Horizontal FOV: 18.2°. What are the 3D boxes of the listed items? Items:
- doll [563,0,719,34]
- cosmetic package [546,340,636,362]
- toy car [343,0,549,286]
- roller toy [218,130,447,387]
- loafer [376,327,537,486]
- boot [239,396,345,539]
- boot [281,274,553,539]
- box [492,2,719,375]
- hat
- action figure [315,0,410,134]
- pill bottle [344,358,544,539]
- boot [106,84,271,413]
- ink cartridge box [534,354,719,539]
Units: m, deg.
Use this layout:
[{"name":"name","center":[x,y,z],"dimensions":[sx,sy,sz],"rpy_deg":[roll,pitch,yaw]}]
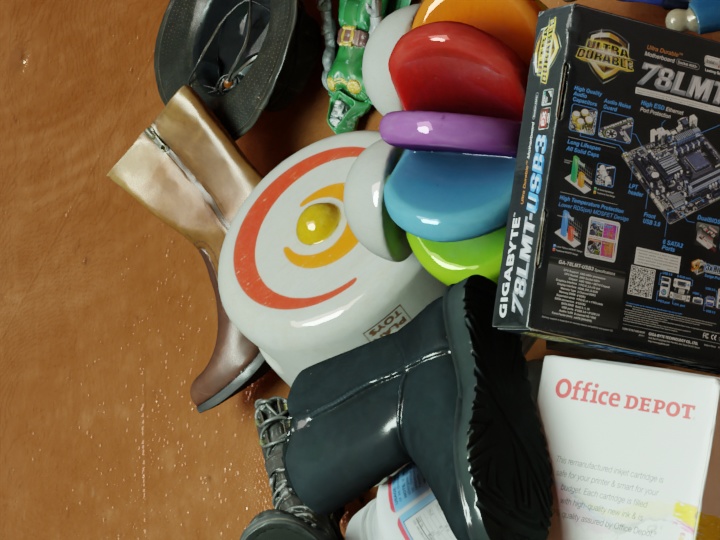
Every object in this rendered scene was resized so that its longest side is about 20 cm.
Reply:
[{"name":"doll","center":[0.228,-0.203,1.472],"dimensions":[0.199,0.049,0.137],"rpy_deg":[15,57,39]},{"name":"cosmetic package","center":[0.180,-0.048,1.488],"dimensions":[0.103,0.073,0.202],"rpy_deg":[-14,70,46]},{"name":"toy car","center":[0.071,-0.092,1.424],"dimensions":[0.174,0.150,0.202],"rpy_deg":[6,81,21]},{"name":"roller toy","center":[0.000,0.000,1.586],"dimensions":[0.199,0.140,0.183],"rpy_deg":[0,57,34]},{"name":"loafer","center":[0.048,0.063,1.485],"dimensions":[0.200,0.070,0.070],"rpy_deg":[-43,8,20]},{"name":"boot","center":[-0.051,0.165,1.600],"dimensions":[0.069,0.200,0.175],"rpy_deg":[-20,55,7]},{"name":"boot","center":[0.030,0.119,1.389],"dimensions":[0.168,0.076,0.201],"rpy_deg":[-33,48,34]},{"name":"box","center":[0.189,-0.045,1.380],"dimensions":[0.050,0.199,0.200],"rpy_deg":[-5,76,64]},{"name":"hat","center":[-0.082,-0.187,1.811],"dimensions":[0.200,0.080,0.202],"rpy_deg":[-21,63,49]},{"name":"action figure","center":[0.003,-0.203,1.747],"dimensions":[0.118,0.054,0.202],"rpy_deg":[9,91,46]},{"name":"pill bottle","center":[0.082,0.152,1.518],"dimensions":[0.200,0.108,0.109],"rpy_deg":[-40,53,35]},{"name":"boot","center":[-0.127,-0.012,1.752],"dimensions":[0.200,0.068,0.189],"rpy_deg":[42,116,8]},{"name":"ink cartridge box","center":[0.192,0.164,1.362],"dimensions":[0.147,0.144,0.202],"rpy_deg":[8,86,50]}]
